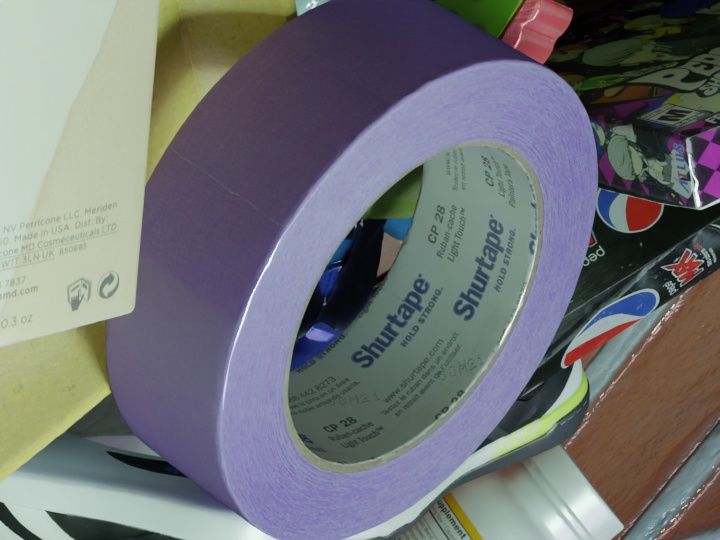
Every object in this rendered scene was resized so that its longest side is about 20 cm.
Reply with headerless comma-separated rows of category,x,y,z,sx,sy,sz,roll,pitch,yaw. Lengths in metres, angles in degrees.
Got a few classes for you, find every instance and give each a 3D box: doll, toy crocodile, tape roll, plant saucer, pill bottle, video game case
doll,-0.021,0.003,1.216,0.136,0.049,0.201,-18,144,-23
toy crocodile,0.054,-0.102,1.099,0.067,0.062,0.201,4,122,-55
tape roll,0.000,0.000,1.021,0.200,0.066,0.201,-33,140,-32
plant saucer,-0.106,-0.044,0.949,0.200,0.048,0.201,-39,143,-25
pill bottle,0.050,0.179,1.551,0.200,0.104,0.104,-38,156,2
video game case,0.158,-0.087,1.167,0.199,0.181,0.036,-23,113,-27

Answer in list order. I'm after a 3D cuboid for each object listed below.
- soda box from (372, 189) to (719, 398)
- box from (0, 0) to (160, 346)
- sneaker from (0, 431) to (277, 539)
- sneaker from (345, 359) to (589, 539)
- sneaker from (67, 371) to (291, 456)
soda box,0.102,-0.001,1.347,0.199,0.071,0.063,-32,156,-12
box,-0.113,-0.087,0.790,0.077,0.095,0.201,-14,121,-42
sneaker,-0.124,0.124,1.093,0.073,0.199,0.113,-28,128,-68
sneaker,0.031,0.070,1.410,0.199,0.072,0.083,-27,130,-23
sneaker,-0.089,0.121,1.204,0.199,0.081,0.147,3,121,-14
